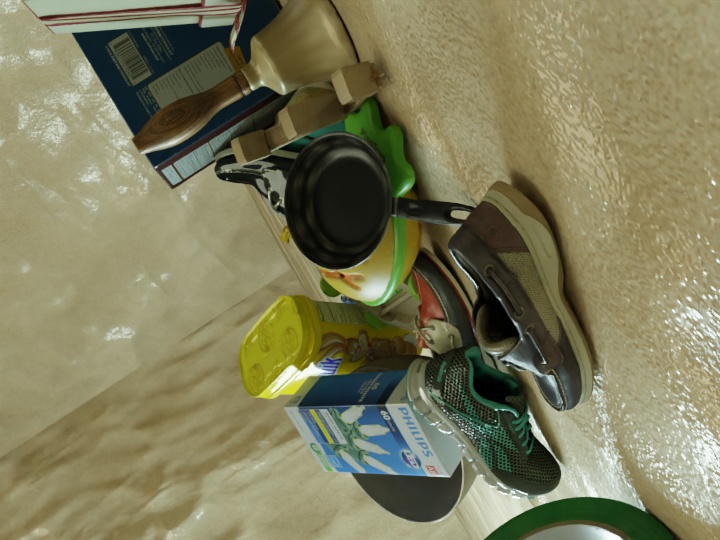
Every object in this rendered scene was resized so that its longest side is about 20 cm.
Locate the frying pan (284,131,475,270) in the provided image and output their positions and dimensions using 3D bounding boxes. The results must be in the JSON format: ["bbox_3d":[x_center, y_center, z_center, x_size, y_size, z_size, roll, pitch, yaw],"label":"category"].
[{"bbox_3d":[0.012,-0.069,0.711,0.031,0.188,0.117,-4,-102,-56],"label":"frying pan"}]

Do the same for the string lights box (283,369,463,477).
[{"bbox_3d":[0.016,0.170,0.963,0.198,0.059,0.104,-11,117,45],"label":"string lights box"}]

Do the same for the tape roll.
[{"bbox_3d":[0.160,0.267,0.666,0.049,0.199,0.200,58,174,-22],"label":"tape roll"}]

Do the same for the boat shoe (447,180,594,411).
[{"bbox_3d":[0.106,0.031,0.583,0.072,0.064,0.201,48,169,48],"label":"boat shoe"}]

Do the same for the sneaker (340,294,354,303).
[{"bbox_3d":[0.003,0.018,1.194,0.202,0.077,0.076,58,163,-11],"label":"sneaker"}]

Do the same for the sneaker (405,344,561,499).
[{"bbox_3d":[0.138,0.150,0.852,0.199,0.091,0.078,40,-138,-14],"label":"sneaker"}]

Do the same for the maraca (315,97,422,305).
[{"bbox_3d":[0.006,-0.058,0.797,0.137,0.106,0.202,49,143,36],"label":"maraca"}]

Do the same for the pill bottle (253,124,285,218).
[{"bbox_3d":[-0.087,-0.137,1.062,0.201,0.111,0.113,52,171,39],"label":"pill bottle"}]

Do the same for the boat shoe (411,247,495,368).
[{"bbox_3d":[0.089,0.068,0.897,0.202,0.062,0.071,64,173,-33],"label":"boat shoe"}]

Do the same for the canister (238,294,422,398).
[{"bbox_3d":[-0.034,0.101,1.096,0.197,0.149,0.088,6,-129,-38],"label":"canister"}]

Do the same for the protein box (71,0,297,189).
[{"bbox_3d":[-0.184,-0.236,0.946,0.200,0.198,0.135,58,174,1],"label":"protein box"}]

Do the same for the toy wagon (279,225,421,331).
[{"bbox_3d":[0.000,0.000,0.977,0.199,0.040,0.155,35,156,-7],"label":"toy wagon"}]

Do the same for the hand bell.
[{"bbox_3d":[-0.109,-0.159,0.743,0.105,0.198,0.104,56,173,11],"label":"hand bell"}]

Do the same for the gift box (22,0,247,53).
[{"bbox_3d":[-0.167,-0.268,0.676,0.185,0.183,0.204,-136,38,-73],"label":"gift box"}]

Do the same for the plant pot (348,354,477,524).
[{"bbox_3d":[0.081,0.186,1.061,0.198,0.134,0.204,19,121,36],"label":"plant pot"}]

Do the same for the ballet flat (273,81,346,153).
[{"bbox_3d":[-0.052,-0.163,0.892,0.071,0.070,0.200,58,162,-4],"label":"ballet flat"}]

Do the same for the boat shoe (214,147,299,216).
[{"bbox_3d":[-0.079,-0.092,0.935,0.197,0.069,0.072,12,172,22],"label":"boat shoe"}]

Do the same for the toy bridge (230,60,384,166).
[{"bbox_3d":[-0.039,-0.137,0.750,0.199,0.067,0.028,-17,96,53],"label":"toy bridge"}]
